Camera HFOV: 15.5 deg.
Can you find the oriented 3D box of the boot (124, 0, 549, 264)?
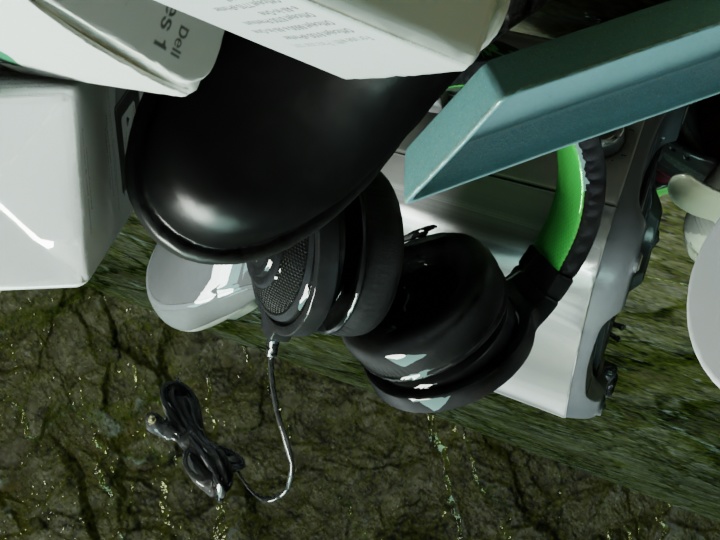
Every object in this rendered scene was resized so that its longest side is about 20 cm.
[{"bbox_3d":[0.008,-0.089,0.826,0.079,0.211,0.158,46,176,-1],"label":"boot"}]

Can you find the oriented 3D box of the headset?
[{"bbox_3d":[0.000,0.000,0.967,0.123,0.200,0.094,33,-170,-35],"label":"headset"}]

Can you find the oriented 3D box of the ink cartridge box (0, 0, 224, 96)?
[{"bbox_3d":[-0.123,-0.145,0.848,0.200,0.147,0.084,10,168,41],"label":"ink cartridge box"}]

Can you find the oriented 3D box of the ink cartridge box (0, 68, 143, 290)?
[{"bbox_3d":[-0.137,-0.052,0.937,0.115,0.067,0.200,-3,-164,5],"label":"ink cartridge box"}]

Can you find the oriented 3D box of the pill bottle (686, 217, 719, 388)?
[{"bbox_3d":[0.207,0.042,0.972,0.114,0.115,0.200,11,165,41],"label":"pill bottle"}]

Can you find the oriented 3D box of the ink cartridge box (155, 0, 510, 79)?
[{"bbox_3d":[-0.049,-0.149,0.650,0.199,0.146,0.084,21,172,-23],"label":"ink cartridge box"}]

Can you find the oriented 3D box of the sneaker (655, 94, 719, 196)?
[{"bbox_3d":[0.141,-0.068,1.144,0.199,0.077,0.084,10,152,29],"label":"sneaker"}]

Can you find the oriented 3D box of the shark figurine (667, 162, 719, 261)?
[{"bbox_3d":[0.207,-0.048,1.022,0.214,0.090,0.128,-2,157,34],"label":"shark figurine"}]

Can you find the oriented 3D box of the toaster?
[{"bbox_3d":[0.057,-0.020,1.088,0.129,0.114,0.200,18,155,8],"label":"toaster"}]

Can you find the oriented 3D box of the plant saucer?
[{"bbox_3d":[0.099,-0.071,0.886,0.200,0.019,0.070,-19,163,-37],"label":"plant saucer"}]

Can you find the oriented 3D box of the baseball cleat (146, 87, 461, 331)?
[{"bbox_3d":[-0.038,-0.061,0.976,0.106,0.200,0.070,23,-150,-37],"label":"baseball cleat"}]
